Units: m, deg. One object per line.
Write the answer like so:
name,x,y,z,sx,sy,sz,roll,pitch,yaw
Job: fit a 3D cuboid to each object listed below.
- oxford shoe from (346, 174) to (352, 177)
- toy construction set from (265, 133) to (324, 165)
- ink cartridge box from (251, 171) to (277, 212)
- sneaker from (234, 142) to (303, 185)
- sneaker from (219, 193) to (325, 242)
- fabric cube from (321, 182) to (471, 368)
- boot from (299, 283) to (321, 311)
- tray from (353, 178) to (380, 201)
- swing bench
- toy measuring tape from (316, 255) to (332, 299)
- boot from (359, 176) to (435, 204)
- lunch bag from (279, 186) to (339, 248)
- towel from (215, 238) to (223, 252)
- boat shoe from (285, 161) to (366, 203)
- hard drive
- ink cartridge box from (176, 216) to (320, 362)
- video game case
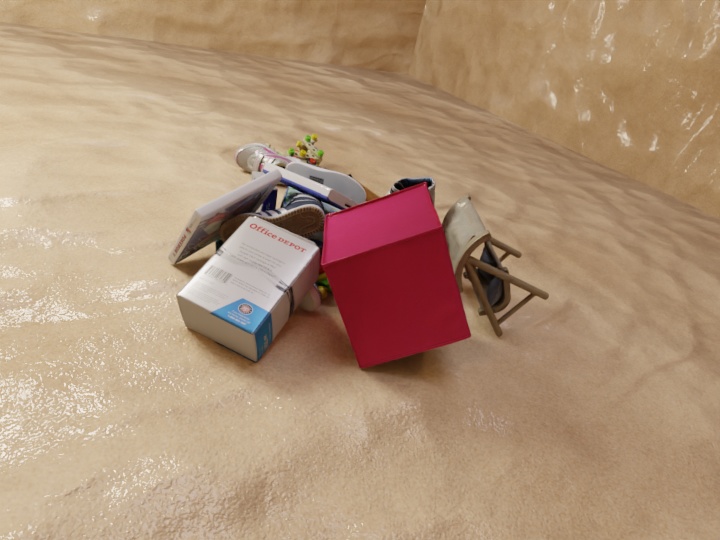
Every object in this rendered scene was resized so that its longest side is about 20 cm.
oxford shoe,-0.064,-0.190,1.484,0.070,0.073,0.201,-9,24,14
toy construction set,-0.190,-0.333,1.631,0.197,0.093,0.133,-13,62,-30
ink cartridge box,-0.212,-0.145,1.235,0.038,0.102,0.200,4,21,-19
sneaker,-0.246,-0.282,1.520,0.196,0.083,0.089,14,26,-2
sneaker,-0.158,-0.092,1.064,0.195,0.072,0.109,-10,21,5
fabric cube,0.056,0.003,0.948,0.192,0.202,0.201,-17,26,8
boot,-0.120,-0.011,1.065,0.090,0.074,0.199,-30,57,-34
tray,0.049,-0.141,1.392,0.198,0.037,0.099,35,24,-12
swing bench,0.246,-0.016,1.145,0.199,0.129,0.200,42,20,-19
toy measuring tape,-0.047,-0.023,1.120,0.072,0.074,0.202,20,56,11
boot,0.060,-0.145,1.171,0.196,0.096,0.075,-14,57,-7
lunch bag,-0.104,-0.121,1.274,0.157,0.084,0.201,16,20,-9
towel,-0.201,-0.041,1.168,0.196,0.022,0.147,7,30,-20
boat shoe,-0.077,-0.202,1.308,0.196,0.071,0.066,17,19,4
hard drive,-0.092,-0.162,1.153,0.198,0.026,0.131,27,4,37
ink cartridge box,-0.174,0.024,0.920,0.144,0.087,0.201,23,49,15
video game case,-0.252,-0.099,1.054,0.023,0.182,0.199,52,48,1
